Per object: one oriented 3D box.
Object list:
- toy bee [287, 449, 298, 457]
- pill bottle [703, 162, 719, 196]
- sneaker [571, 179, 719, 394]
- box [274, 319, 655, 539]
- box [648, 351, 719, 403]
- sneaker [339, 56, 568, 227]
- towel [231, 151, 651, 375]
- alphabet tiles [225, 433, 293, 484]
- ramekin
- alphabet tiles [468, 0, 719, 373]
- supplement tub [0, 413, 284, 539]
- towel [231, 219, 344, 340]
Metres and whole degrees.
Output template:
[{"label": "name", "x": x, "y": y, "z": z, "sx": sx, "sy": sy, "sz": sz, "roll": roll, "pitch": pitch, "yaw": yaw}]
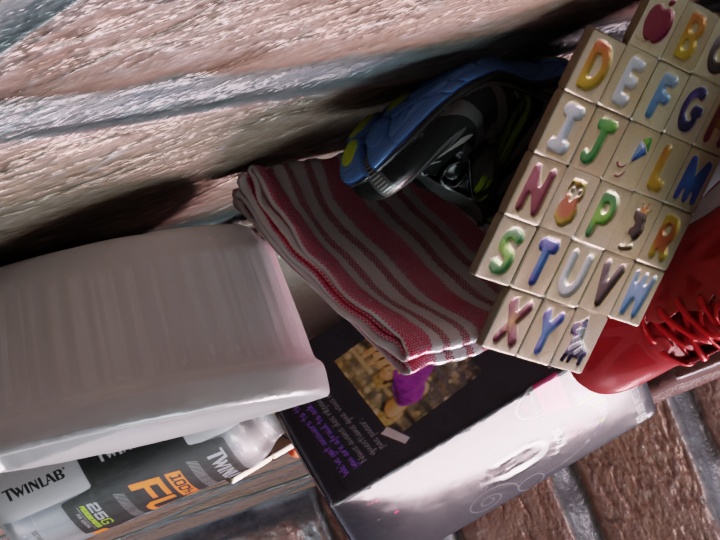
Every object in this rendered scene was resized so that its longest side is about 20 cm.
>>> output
[{"label": "toy bee", "x": -0.037, "y": 0.073, "z": 1.988, "sx": 0.131, "sy": 0.109, "sz": 0.200, "roll": -18, "pitch": 172, "yaw": -46}, {"label": "pill bottle", "x": 0.225, "y": -0.056, "z": 1.584, "sx": 0.113, "sy": 0.114, "sz": 0.200, "roll": -19, "pitch": 155, "yaw": -25}, {"label": "sneaker", "x": 0.183, "y": 0.022, "z": 1.470, "sx": 0.200, "sy": 0.078, "sz": 0.116, "roll": -47, "pitch": -155, "yaw": 30}, {"label": "box", "x": 0.058, "y": 0.072, "z": 1.627, "sx": 0.200, "sy": 0.106, "sz": 0.122, "roll": -30, "pitch": 150, "yaw": -1}, {"label": "box", "x": 0.235, "y": 0.000, "z": 2.040, "sx": 0.164, "sy": 0.166, "sz": 0.200, "roll": -19, "pitch": 172, "yaw": -19}, {"label": "sneaker", "x": 0.064, "y": -0.060, "z": 1.387, "sx": 0.071, "sy": 0.083, "sz": 0.199, "roll": -27, "pitch": 171, "yaw": 34}, {"label": "towel", "x": 0.045, "y": -0.019, "z": 1.439, "sx": 0.200, "sy": 0.146, "sz": 0.030, "roll": -17, "pitch": 141, "yaw": -44}, {"label": "alphabet tiles", "x": -0.033, "y": 0.070, "z": 1.805, "sx": 0.200, "sy": 0.008, "sz": 0.167, "roll": -29, "pitch": -140, "yaw": -26}, {"label": "ramekin", "x": -0.122, "y": 0.040, "z": 1.412, "sx": 0.202, "sy": 0.095, "sz": 0.202, "roll": -13, "pitch": 175, "yaw": -1}, {"label": "alphabet tiles", "x": 0.129, "y": -0.044, "z": 1.398, "sx": 0.166, "sy": 0.006, "sz": 0.200, "roll": 17, "pitch": 100, "yaw": -54}, {"label": "supplement tub", "x": -0.137, "y": 0.086, "z": 1.706, "sx": 0.200, "sy": 0.123, "sz": 0.123, "roll": -24, "pitch": 173, "yaw": 8}, {"label": "towel", "x": 0.000, "y": 0.000, "z": 1.624, "sx": 0.132, "sy": 0.035, "sz": 0.200, "roll": -22, "pitch": 152, "yaw": 5}]
